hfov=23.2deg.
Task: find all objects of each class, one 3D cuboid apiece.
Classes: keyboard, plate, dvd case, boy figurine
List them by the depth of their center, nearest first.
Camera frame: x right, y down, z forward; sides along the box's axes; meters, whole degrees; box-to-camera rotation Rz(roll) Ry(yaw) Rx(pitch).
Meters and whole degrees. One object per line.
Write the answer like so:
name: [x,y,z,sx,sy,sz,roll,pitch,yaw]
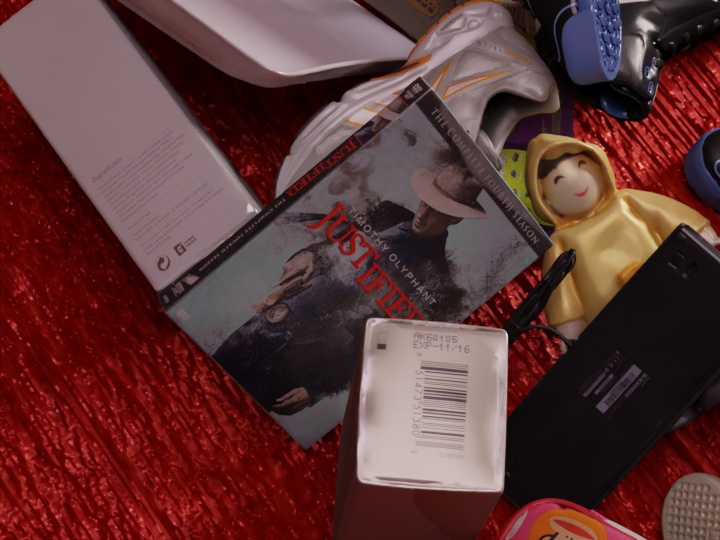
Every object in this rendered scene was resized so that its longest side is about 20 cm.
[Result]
dvd case: [0.000,0.000,1.037,0.200,0.146,0.022,-40,35,2]
keyboard: [0.138,0.053,1.060,0.127,0.021,0.200,42,104,5]
boy figurine: [0.168,-0.002,1.092,0.124,0.064,0.201,-27,87,6]
plate: [-0.080,-0.170,1.113,0.200,0.199,0.032,35,114,19]

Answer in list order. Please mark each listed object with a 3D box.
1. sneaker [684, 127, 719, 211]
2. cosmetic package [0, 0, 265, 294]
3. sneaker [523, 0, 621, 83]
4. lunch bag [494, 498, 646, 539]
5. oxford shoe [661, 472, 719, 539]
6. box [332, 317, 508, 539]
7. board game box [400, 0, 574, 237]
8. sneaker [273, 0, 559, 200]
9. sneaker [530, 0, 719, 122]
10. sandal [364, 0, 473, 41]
sneaker: [0.315,-0.057,1.143,0.199,0.078,0.070,18,68,2]
cosmetic package: [-0.137,-0.076,1.087,0.081,0.113,0.200,-36,77,1]
sneaker: [0.109,-0.207,1.101,0.078,0.070,0.201,-15,78,24]
lunch bag: [0.134,0.237,0.941,0.199,0.082,0.177,26,68,17]
oxford shoe: [0.251,0.207,1.046,0.058,0.075,0.200,-8,54,-47]
box: [0.029,0.106,0.987,0.077,0.200,0.095,5,68,-3]
board game box: [0.082,-0.111,1.172,0.119,0.032,0.201,8,67,-6]
sneaker: [0.037,-0.080,1.096,0.200,0.076,0.092,-41,65,-2]
sneaker: [0.206,-0.151,1.172,0.199,0.073,0.112,1,73,-14]
sandal: [-0.014,-0.209,1.141,0.200,0.082,0.055,41,47,-1]
